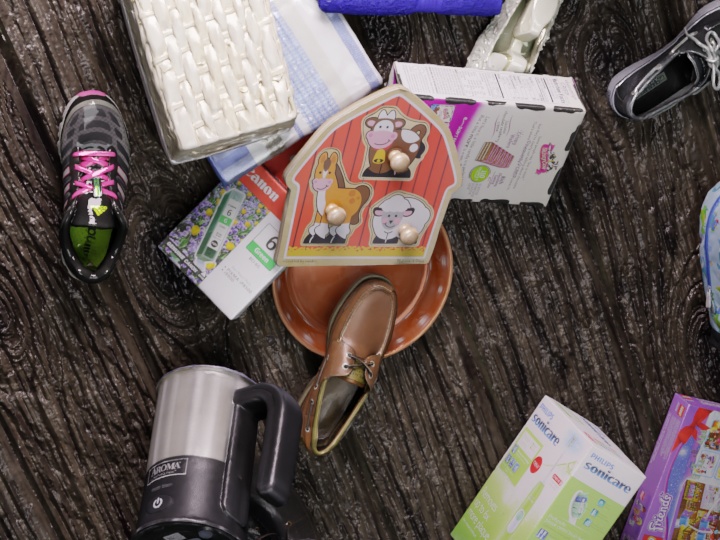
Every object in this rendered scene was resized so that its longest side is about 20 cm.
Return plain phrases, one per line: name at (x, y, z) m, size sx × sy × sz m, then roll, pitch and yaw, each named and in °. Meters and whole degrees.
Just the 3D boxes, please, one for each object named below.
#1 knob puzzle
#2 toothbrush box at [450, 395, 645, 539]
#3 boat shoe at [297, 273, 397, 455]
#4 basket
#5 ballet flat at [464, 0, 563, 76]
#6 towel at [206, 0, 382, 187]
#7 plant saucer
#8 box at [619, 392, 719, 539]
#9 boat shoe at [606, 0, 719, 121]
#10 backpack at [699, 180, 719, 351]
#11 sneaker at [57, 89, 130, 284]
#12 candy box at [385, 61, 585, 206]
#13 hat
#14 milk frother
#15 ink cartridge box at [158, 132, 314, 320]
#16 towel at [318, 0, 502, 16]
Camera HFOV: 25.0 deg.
knob puzzle at (0.018, -0.088, 1.607) m, size 0.219 × 0.030 × 0.220 m, roll -13°, pitch 126°, yaw -18°
toothbrush box at (0.207, 0.264, 1.818) m, size 0.086 × 0.146 × 0.200 m, roll 32°, pitch 97°, yaw -22°
boat shoe at (-0.007, 0.103, 1.713) m, size 0.072 × 0.068 × 0.201 m, roll 18°, pitch 102°, yaw -18°
basket at (-0.146, -0.214, 1.546) m, size 0.135 × 0.123 × 0.201 m, roll -17°, pitch 95°, yaw -7°
ballet flat at (0.163, -0.241, 1.685) m, size 0.072 × 0.072 × 0.201 m, roll 20°, pitch 102°, yaw -21°
towel at (-0.093, -0.196, 1.628) m, size 0.200 × 0.024 × 0.147 m, roll -34°, pitch 96°, yaw -4°
plant saucer at (0.000, 0.000, 1.735) m, size 0.199 × 0.032 × 0.201 m, roll -4°, pitch 108°, yaw -14°
box at (0.405, 0.255, 1.928) m, size 0.136 × 0.039 × 0.201 m, roll 14°, pitch 103°, yaw -20°
boat shoe at (0.359, -0.227, 1.742) m, size 0.199 × 0.068 × 0.074 m, roll -29°, pitch 113°, yaw -5°
backpack at (0.457, -0.017, 1.812) m, size 0.162 × 0.154 × 0.201 m, roll -15°, pitch 98°, yaw -4°
sneaker at (-0.262, -0.075, 1.606) m, size 0.073 × 0.087 × 0.201 m, roll 1°, pitch 107°, yaw -16°
candy box at (0.116, -0.140, 1.679) m, size 0.199 × 0.061 × 0.137 m, roll 4°, pitch 135°, yaw -16°
hat at (-0.132, 0.304, 1.763) m, size 0.200 × 0.201 × 0.081 m, roll 33°, pitch 140°, yaw -23°
milk frother at (-0.124, 0.227, 1.678) m, size 0.180 × 0.189 × 0.200 m, roll -7°, pitch 140°, yaw 15°
ink cartridge box at (-0.098, -0.058, 1.658) m, size 0.109 × 0.050 × 0.200 m, roll 45°, pitch 92°, yaw 1°
towel at (0.052, -0.329, 1.616) m, size 0.199 × 0.050 × 0.148 m, roll -3°, pitch 92°, yaw -16°
